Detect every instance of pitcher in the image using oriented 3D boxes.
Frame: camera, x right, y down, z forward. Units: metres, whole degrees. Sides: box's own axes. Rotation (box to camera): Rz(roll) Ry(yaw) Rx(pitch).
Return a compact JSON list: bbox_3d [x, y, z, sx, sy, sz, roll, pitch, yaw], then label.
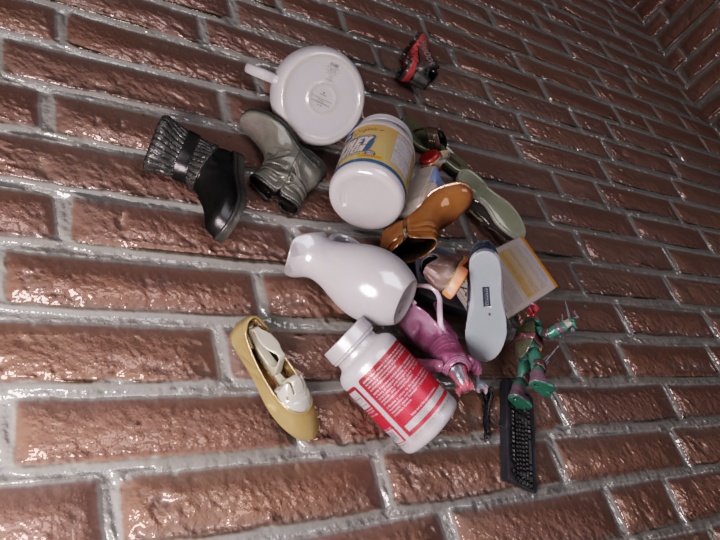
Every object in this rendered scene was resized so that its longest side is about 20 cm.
[{"bbox_3d":[0.000,0.000,1.127,0.199,0.122,0.171,26,31,19],"label":"pitcher"}]

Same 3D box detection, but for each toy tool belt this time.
[{"bbox_3d":[0.143,-0.142,1.383,0.123,0.124,0.201,58,37,-31],"label":"toy tool belt"}]

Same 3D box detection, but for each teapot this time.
[{"bbox_3d":[-0.097,-0.345,1.324,0.201,0.196,0.146,66,-10,-27],"label":"teapot"}]

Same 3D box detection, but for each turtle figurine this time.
[{"bbox_3d":[0.323,0.147,1.240,0.100,0.150,0.201,19,49,6],"label":"turtle figurine"}]

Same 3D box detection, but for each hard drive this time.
[{"bbox_3d":[0.177,0.026,1.308,0.198,0.042,0.136,17,49,-27],"label":"hard drive"}]

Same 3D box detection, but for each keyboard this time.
[{"bbox_3d":[0.261,0.277,1.189,0.126,0.021,0.201,27,44,-18],"label":"keyboard"}]

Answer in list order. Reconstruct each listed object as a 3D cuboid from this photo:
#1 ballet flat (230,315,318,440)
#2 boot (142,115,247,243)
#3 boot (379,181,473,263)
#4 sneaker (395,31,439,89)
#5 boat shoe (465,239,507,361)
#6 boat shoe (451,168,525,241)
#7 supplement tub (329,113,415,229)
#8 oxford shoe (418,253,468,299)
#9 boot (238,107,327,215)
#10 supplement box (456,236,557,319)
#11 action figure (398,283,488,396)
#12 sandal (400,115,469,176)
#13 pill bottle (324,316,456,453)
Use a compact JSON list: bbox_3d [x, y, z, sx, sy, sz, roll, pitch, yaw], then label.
[{"bbox_3d":[-0.119,0.152,0.969,0.068,0.063,0.201,-29,77,-46],"label":"ballet flat"},{"bbox_3d":[-0.268,-0.145,1.078,0.157,0.080,0.212,24,35,-29],"label":"boot"},{"bbox_3d":[0.122,-0.084,1.210,0.155,0.198,0.077,-93,157,-73],"label":"boot"},{"bbox_3d":[0.153,-0.525,1.710,0.097,0.071,0.202,29,46,-15],"label":"sneaker"},{"bbox_3d":[0.219,0.050,1.172,0.070,0.203,0.091,2,19,11],"label":"boat shoe"},{"bbox_3d":[0.281,-0.136,1.502,0.201,0.061,0.072,47,54,4],"label":"boat shoe"},{"bbox_3d":[0.027,-0.193,1.294,0.144,0.145,0.201,30,44,-14],"label":"supplement tub"},{"bbox_3d":[0.142,-0.007,1.179,0.072,0.072,0.200,31,8,1],"label":"oxford shoe"},{"bbox_3d":[-0.161,-0.199,1.220,0.199,0.068,0.131,39,48,-2],"label":"boot"},{"bbox_3d":[0.273,0.025,1.295,0.199,0.074,0.127,-21,74,-44],"label":"supplement box"},{"bbox_3d":[0.146,0.128,1.120,0.132,0.150,0.200,-4,30,-19],"label":"action figure"},{"bbox_3d":[0.176,-0.293,1.551,0.200,0.057,0.080,34,43,-11],"label":"sandal"},{"bbox_3d":[0.043,0.171,1.039,0.200,0.112,0.112,46,42,2],"label":"pill bottle"}]
